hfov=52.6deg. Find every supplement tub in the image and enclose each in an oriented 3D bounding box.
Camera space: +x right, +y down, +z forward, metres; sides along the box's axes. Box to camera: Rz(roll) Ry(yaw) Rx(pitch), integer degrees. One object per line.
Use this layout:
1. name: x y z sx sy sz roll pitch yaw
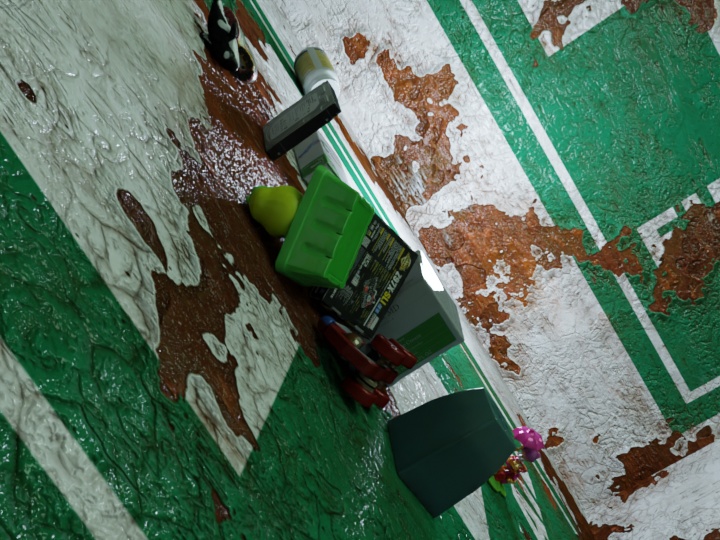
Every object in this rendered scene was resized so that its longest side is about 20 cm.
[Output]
1. supplement tub: -0.164 -0.733 2.762 0.145 0.144 0.202 44 18 -52

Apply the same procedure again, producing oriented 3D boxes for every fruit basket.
1. fruit basket: -0.102 -0.085 1.315 0.218 0.213 0.155 63 12 23

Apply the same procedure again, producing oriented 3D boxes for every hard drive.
1. hard drive: -0.141 -0.355 1.711 0.038 0.198 0.141 50 14 -35

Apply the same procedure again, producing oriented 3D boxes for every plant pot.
1. plant pot: 0.175 0.321 1.348 0.142 0.198 0.142 52 13 -28

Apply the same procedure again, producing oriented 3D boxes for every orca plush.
1. orca plush: -0.338 -0.559 1.694 0.070 0.104 0.205 -6 87 -36

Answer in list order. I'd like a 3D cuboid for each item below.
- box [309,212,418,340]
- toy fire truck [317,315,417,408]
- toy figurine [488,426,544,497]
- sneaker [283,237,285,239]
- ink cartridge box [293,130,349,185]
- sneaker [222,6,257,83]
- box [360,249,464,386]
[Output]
1. box: 0.010 0.008 1.415 0.049 0.202 0.159 17 -17 49
2. toy fire truck: -0.003 0.149 1.301 0.167 0.113 0.200 37 2 22
3. toy figurine: 0.436 0.523 2.042 0.201 0.182 0.151 53 12 -28
4. sneaker: -0.112 -0.060 1.433 0.202 0.071 0.072 59 -13 4
5. ink cartridge box: -0.103 -0.276 1.978 0.145 0.083 0.202 50 14 -40
6. sneaker: -0.316 -0.558 1.818 0.082 0.076 0.204 -16 85 -83
7. box: 0.096 0.099 1.580 0.173 0.197 0.200 55 11 -14
